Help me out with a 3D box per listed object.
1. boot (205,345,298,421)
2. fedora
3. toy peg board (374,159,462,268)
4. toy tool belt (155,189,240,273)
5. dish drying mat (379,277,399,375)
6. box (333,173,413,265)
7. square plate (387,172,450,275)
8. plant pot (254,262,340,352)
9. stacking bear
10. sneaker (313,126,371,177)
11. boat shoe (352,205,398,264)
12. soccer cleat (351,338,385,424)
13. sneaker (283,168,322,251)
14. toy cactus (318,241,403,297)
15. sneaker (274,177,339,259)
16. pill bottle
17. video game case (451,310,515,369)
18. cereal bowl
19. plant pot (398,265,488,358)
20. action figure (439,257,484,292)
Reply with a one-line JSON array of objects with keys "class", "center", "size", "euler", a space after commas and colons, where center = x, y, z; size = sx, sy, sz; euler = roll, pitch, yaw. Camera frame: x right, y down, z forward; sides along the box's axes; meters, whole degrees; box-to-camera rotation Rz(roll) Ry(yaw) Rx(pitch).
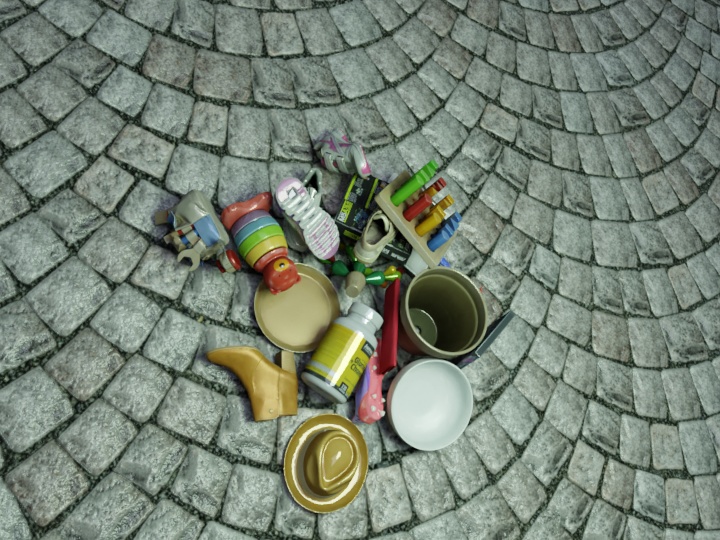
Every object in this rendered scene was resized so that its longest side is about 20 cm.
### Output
[{"class": "boot", "center": [-0.219, 0.234, 1.326], "size": [0.199, 0.071, 0.146], "euler": [8, 67, -25]}, {"class": "fedora", "center": [-0.060, 0.392, 1.330], "size": [0.198, 0.082, 0.204], "euler": [7, 70, -19]}, {"class": "toy peg board", "center": [0.156, -0.141, 1.449], "size": [0.200, 0.098, 0.200], "euler": [50, 32, -5]}, {"class": "toy tool belt", "center": [-0.346, -0.062, 1.366], "size": [0.122, 0.125, 0.202], "euler": [-30, 80, 4]}, {"class": "dish drying mat", "center": [0.066, 0.122, 1.417], "size": [0.018, 0.077, 0.203], "euler": [13, 62, -13]}, {"class": "box", "center": [0.045, -0.128, 1.511], "size": [0.191, 0.048, 0.201], "euler": [22, 47, -3]}, {"class": "square plate", "center": [0.112, -0.111, 1.604], "size": [0.197, 0.028, 0.201], "euler": [36, 63, -6]}, {"class": "plant pot", "center": [-0.141, 0.083, 1.436], "size": [0.197, 0.027, 0.203], "euler": [7, 70, -20]}, {"class": "stacking bear", "center": [-0.203, -0.046, 1.392], "size": [0.120, 0.114, 0.201], "euler": [-24, 74, -27]}, {"class": "sneaker", "center": [-0.045, -0.264, 1.536], "size": [0.088, 0.200, 0.082], "euler": [-33, 129, -11]}, {"class": "boat shoe", "center": [0.047, -0.098, 1.414], "size": [0.072, 0.065, 0.201], "euler": [32, 49, 3]}, {"class": "soccer cleat", "center": [0.019, 0.242, 1.429], "size": [0.067, 0.076, 0.202], "euler": [37, 43, -35]}, {"class": "sneaker", "center": [-0.128, -0.143, 1.489], "size": [0.074, 0.081, 0.203], "euler": [15, 69, -19]}, {"class": "toy cactus", "center": [0.000, 0.000, 1.461], "size": [0.198, 0.103, 0.166], "euler": [24, 30, -5]}, {"class": "sneaker", "center": [-0.123, -0.114, 1.421], "size": [0.080, 0.088, 0.201], "euler": [-41, 109, -18]}, {"class": "pill bottle", "center": [-0.033, 0.173, 1.387], "size": [0.111, 0.112, 0.201], "euler": [34, 72, -8]}, {"class": "video game case", "center": [0.262, 0.173, 1.471], "size": [0.019, 0.200, 0.143], "euler": [45, 62, 5]}, {"class": "cereal bowl", "center": [0.144, 0.288, 1.434], "size": [0.197, 0.083, 0.203], "euler": [-2, 95, -20]}, {"class": "plant pot", "center": [0.160, 0.113, 1.462], "size": [0.197, 0.174, 0.203], "euler": [7, 67, -17]}, {"class": "action figure", "center": [0.231, 0.012, 1.581], "size": [0.098, 0.065, 0.203], "euler": [-22, 96, -32]}]
